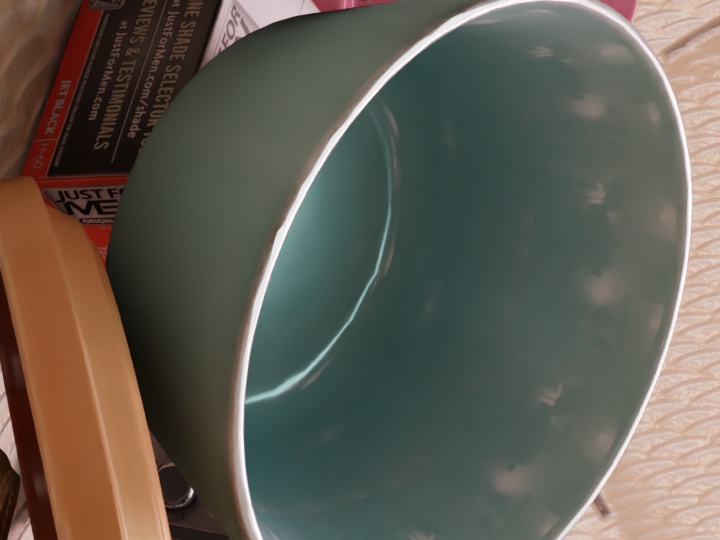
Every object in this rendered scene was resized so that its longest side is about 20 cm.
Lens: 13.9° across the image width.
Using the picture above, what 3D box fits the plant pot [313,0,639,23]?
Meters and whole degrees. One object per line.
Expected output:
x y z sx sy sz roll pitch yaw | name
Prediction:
0.052 -0.186 1.364 0.200 0.178 0.201 13 90 -86 | plant pot

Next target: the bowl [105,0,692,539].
0.000 0.000 0.898 0.200 0.105 0.201 -23 123 -39 | bowl

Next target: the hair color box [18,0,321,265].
-0.029 -0.020 1.008 0.200 0.061 0.102 51 47 -47 | hair color box

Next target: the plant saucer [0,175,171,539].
-0.077 0.071 0.847 0.200 0.032 0.201 170 -90 -81 | plant saucer

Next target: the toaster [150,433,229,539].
-0.054 0.052 1.171 0.200 0.113 0.130 42 60 -82 | toaster

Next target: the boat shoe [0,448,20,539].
-0.122 0.144 0.875 0.073 0.062 0.201 -59 161 -74 | boat shoe

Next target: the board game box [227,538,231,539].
-0.076 0.168 1.025 0.200 0.045 0.152 -40 164 -16 | board game box
